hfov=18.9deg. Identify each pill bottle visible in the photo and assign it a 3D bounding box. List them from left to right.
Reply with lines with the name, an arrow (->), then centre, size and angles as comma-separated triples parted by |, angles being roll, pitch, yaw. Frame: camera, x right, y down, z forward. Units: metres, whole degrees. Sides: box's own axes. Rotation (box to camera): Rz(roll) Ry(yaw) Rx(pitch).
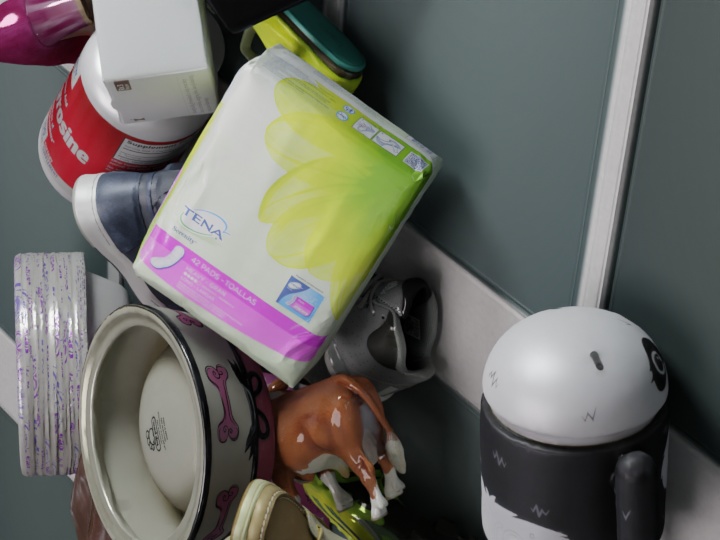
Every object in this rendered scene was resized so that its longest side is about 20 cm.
pill bottle -> -0.180, -0.135, 1.727 | 0.112, 0.112, 0.200 | 59, 147, 11

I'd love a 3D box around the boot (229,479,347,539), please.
boot -> -0.003, 0.221, 1.569 | 0.154, 0.072, 0.200 | 14, 156, 23

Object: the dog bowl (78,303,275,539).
dog bowl -> -0.138, 0.122, 1.649 | 0.200, 0.074, 0.200 | 9, 101, 55

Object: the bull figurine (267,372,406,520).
bull figurine -> -0.037, 0.132, 1.635 | 0.122, 0.065, 0.200 | 62, 150, -4

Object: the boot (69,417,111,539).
boot -> -0.188, 0.217, 1.834 | 0.186, 0.064, 0.200 | 54, 146, 31

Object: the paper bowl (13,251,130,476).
paper bowl -> -0.257, 0.083, 1.946 | 0.201, 0.104, 0.201 | 178, 90, -80

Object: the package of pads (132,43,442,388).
package of pads -> -0.056, -0.041, 1.531 | 0.154, 0.068, 0.200 | 35, 115, 5

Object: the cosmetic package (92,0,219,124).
cosmetic package -> -0.156, -0.218, 1.579 | 0.113, 0.081, 0.200 | 86, 175, -80

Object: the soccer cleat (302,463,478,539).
soccer cleat -> 0.018, 0.212, 1.699 | 0.200, 0.065, 0.084 | 31, 126, 40

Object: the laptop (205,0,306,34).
laptop -> -0.061, -0.299, 1.467 | 0.187, 0.116, 0.200 | -21, 64, 30

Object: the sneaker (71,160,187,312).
sneaker -> -0.122, -0.025, 1.747 | 0.202, 0.146, 0.077 | 48, -144, -58

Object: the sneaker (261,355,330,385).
sneaker -> -0.088, 0.022, 1.676 | 0.099, 0.071, 0.200 | 6, 143, 51

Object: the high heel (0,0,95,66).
high heel -> -0.258, -0.187, 1.759 | 0.200, 0.096, 0.067 | -115, 4, -86

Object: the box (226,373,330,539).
box -> -0.121, 0.164, 1.848 | 0.200, 0.097, 0.176 | 37, 138, 37

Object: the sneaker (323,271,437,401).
sneaker -> 0.000, 0.000, 1.600 | 0.115, 0.075, 0.200 | -17, 106, 53

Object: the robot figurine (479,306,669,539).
robot figurine -> 0.141, 0.119, 1.413 | 0.150, 0.125, 0.200 | 13, 123, 25

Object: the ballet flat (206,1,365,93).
ballet flat -> -0.074, -0.194, 1.570 | 0.067, 0.067, 0.200 | -46, 72, 33
